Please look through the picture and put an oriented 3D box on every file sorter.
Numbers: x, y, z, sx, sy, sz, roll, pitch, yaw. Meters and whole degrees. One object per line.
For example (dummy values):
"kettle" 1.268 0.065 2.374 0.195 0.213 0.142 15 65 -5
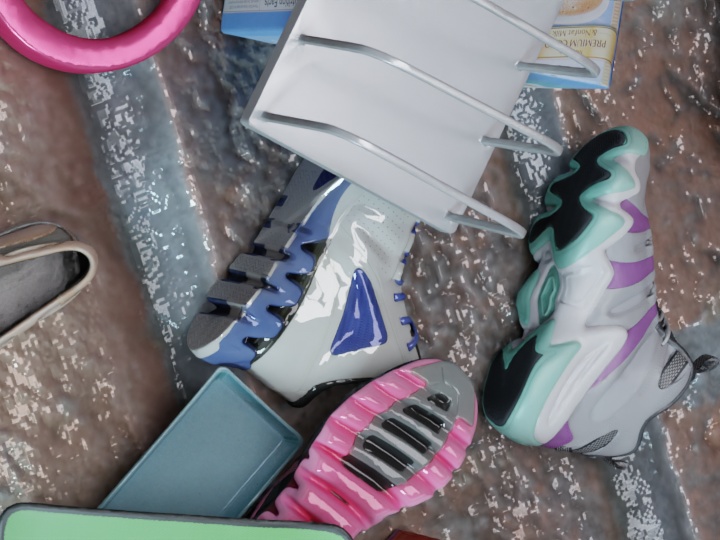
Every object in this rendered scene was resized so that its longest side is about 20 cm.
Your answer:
"file sorter" 0.056 -0.132 1.487 0.138 0.124 0.201 27 87 -23

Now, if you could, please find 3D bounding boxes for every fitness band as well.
"fitness band" -0.162 -0.209 1.577 0.143 0.037 0.201 -24 100 -22

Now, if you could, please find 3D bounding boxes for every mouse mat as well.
"mouse mat" -0.106 0.208 1.571 0.199 0.008 0.162 4 109 -5

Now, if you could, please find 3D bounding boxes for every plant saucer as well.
"plant saucer" -0.122 0.149 1.601 0.070 0.019 0.200 43 84 -19

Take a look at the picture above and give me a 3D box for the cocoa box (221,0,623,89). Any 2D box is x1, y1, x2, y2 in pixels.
"cocoa box" 0.039 -0.182 1.615 0.199 0.133 0.132 9 90 -24

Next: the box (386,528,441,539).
"box" 0.066 0.261 1.662 0.103 0.095 0.200 -45 108 -17

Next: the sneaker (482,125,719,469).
"sneaker" 0.166 0.023 1.717 0.139 0.078 0.201 21 92 -25

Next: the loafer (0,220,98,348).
"loafer" -0.233 0.030 1.537 0.199 0.063 0.072 -31 103 -21

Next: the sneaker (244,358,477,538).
"sneaker" -0.016 0.125 1.618 0.079 0.095 0.200 44 87 -11

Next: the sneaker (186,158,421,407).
"sneaker" 0.000 0.001 1.640 0.115 0.080 0.200 42 82 -23
